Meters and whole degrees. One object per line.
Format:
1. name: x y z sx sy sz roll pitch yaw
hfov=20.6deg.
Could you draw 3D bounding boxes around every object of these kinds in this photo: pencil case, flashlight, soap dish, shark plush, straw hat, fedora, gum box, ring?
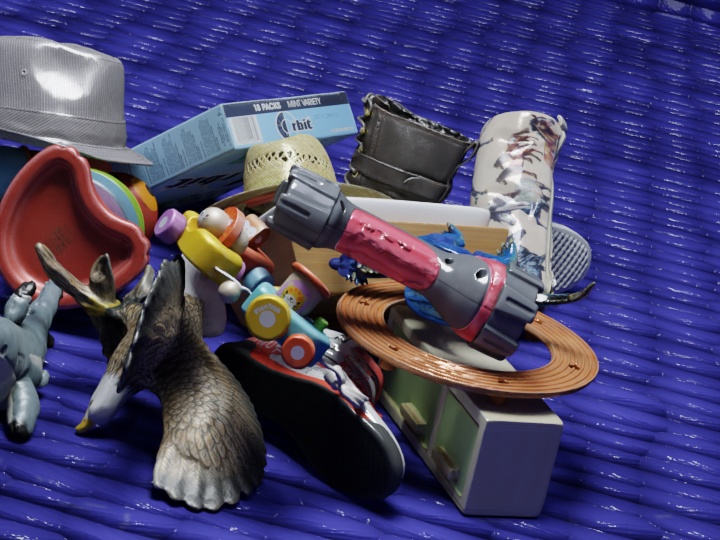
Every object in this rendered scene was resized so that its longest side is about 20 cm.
1. pencil case: 0.141 -0.050 1.784 0.089 0.202 0.078 3 -27 10
2. flashlight: 0.030 -0.007 1.406 0.199 0.068 0.068 27 49 -7
3. soap dish: 0.000 0.000 1.615 0.198 0.082 0.157 2 -16 -26
4. shark plush: -0.237 0.049 1.405 0.090 0.084 0.200 18 20 16
5. straw hat: -0.059 -0.069 1.675 0.199 0.201 0.086 3 65 -27
6. fedora: -0.266 -0.150 1.682 0.198 0.091 0.177 12 5 24
7. gum box: -0.130 -0.104 1.796 0.199 0.045 0.169 -21 -5 39
8. ring: 0.078 0.054 1.469 0.198 0.019 0.201 12 20 -4

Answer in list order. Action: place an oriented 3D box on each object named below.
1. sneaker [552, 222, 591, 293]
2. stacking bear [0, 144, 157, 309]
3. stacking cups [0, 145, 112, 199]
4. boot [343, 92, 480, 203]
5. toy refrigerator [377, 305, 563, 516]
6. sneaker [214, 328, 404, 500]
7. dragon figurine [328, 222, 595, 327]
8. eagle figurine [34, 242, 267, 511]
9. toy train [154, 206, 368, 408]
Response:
1. sneaker: 0.114 -0.031 1.883 0.199 0.073 0.114 5 17 -21
2. stacking bear: -0.220 -0.036 1.621 0.122 0.113 0.200 51 10 -1
3. stacking cups: -0.309 -0.088 1.696 0.198 0.061 0.060 1 22 -31
4. boot: -0.005 -0.074 1.760 0.198 0.176 0.069 16 19 6
5. toy refrigerator: 0.073 0.101 1.476 0.069 0.077 0.200 5 21 -23
6. sneaker: -0.010 0.097 1.446 0.107 0.068 0.201 -9 26 -42
7. dragon figurine: 0.069 0.005 1.479 0.199 0.059 0.099 24 22 32
8. eagle figurine: -0.139 0.064 1.377 0.151 0.152 0.200 13 5 -32
9. toy train: -0.061 0.005 1.378 0.200 0.056 0.150 44 6 37
